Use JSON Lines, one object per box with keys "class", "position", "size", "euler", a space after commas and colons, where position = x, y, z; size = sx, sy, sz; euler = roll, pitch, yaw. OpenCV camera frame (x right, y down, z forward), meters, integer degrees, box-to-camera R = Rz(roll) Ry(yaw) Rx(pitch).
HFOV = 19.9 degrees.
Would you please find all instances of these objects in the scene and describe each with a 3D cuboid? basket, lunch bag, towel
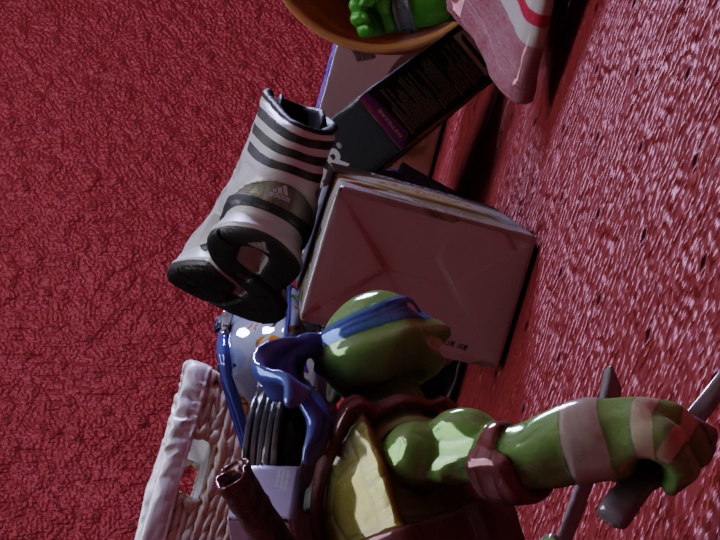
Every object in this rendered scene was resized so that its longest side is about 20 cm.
{"class": "basket", "position": [-0.125, 0.213, 1.979], "size": [0.200, 0.161, 0.198], "euler": [120, 165, -75]}
{"class": "lunch bag", "position": [-0.065, 0.115, 1.659], "size": [0.160, 0.076, 0.200], "euler": [-86, -18, -69]}
{"class": "towel", "position": [0.093, -0.217, 1.213], "size": [0.144, 0.023, 0.200], "euler": [-115, 30, -58]}

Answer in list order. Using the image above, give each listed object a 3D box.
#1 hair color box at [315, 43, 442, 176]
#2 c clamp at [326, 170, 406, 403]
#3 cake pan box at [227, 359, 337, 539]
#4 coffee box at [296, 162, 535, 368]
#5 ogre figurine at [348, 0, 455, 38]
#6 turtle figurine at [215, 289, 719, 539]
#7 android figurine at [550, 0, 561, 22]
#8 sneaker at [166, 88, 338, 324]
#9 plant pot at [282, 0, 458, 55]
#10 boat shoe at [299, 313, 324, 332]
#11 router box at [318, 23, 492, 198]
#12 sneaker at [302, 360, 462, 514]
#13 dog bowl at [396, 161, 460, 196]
{"class": "hair color box", "position": [0.029, -0.183, 1.783], "size": [0.065, 0.109, 0.200], "euler": [148, 138, -81]}
{"class": "c clamp", "position": [0.000, 0.000, 1.413], "size": [0.200, 0.027, 0.171], "euler": [114, 170, -63]}
{"class": "cake pan box", "position": [-0.047, 0.177, 1.482], "size": [0.184, 0.052, 0.200], "euler": [-83, -11, -48]}
{"class": "coffee box", "position": [0.026, -0.007, 1.197], "size": [0.200, 0.114, 0.080], "euler": [-118, 44, -83]}
{"class": "ogre figurine", "position": [0.071, -0.253, 1.455], "size": [0.098, 0.120, 0.200], "euler": [109, 178, -83]}
{"class": "turtle figurine", "position": [0.069, 0.094, 0.597], "size": [0.144, 0.200, 0.194], "euler": [-26, 67, 46]}
{"class": "android figurine", "position": [0.121, -0.239, 1.320], "size": [0.200, 0.041, 0.182], "euler": [-84, 10, -55]}
{"class": "sneaker", "position": [-0.055, -0.040, 1.249], "size": [0.115, 0.076, 0.200], "euler": [-67, 9, -18]}
{"class": "plant pot", "position": [0.035, -0.265, 1.622], "size": [0.140, 0.200, 0.200], "euler": [-2, -72, -77]}
{"class": "boat shoe", "position": [-0.017, 0.024, 1.603], "size": [0.200, 0.062, 0.075], "euler": [80, -156, -57]}
{"class": "router box", "position": [-0.008, -0.084, 1.468], "size": [0.200, 0.051, 0.149], "euler": [-37, 1, 42]}
{"class": "sneaker", "position": [0.014, 0.107, 1.325], "size": [0.200, 0.060, 0.104], "euler": [139, 145, -72]}
{"class": "dog bowl", "position": [0.033, 0.010, 1.466], "size": [0.200, 0.050, 0.112], "euler": [-79, 7, -50]}
